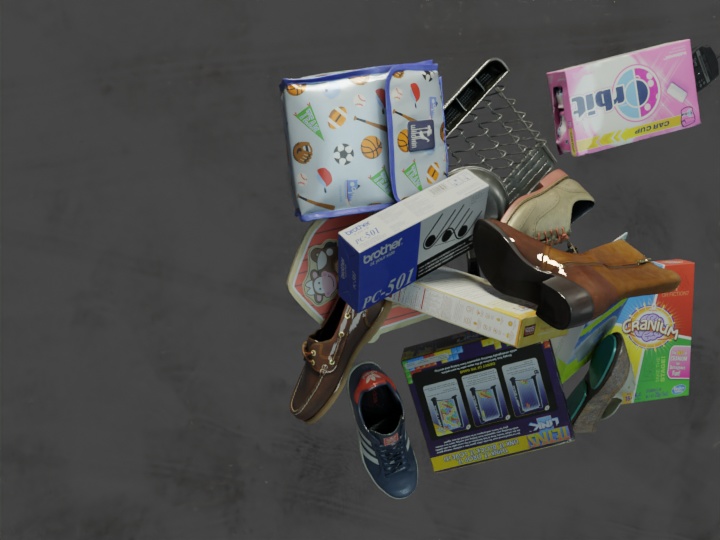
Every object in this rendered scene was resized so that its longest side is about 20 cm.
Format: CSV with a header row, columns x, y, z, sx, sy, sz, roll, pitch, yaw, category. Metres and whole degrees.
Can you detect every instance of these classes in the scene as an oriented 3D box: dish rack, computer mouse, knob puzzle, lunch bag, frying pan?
x,y,z,sx,sy,sz,roll,pitch,yaw,category
0.178,-0.158,1.080,0.154,0.054,0.200,-45,109,-6,dish rack
0.520,-0.318,1.187,0.198,0.034,0.059,-35,109,-18,computer mouse
0.000,0.000,1.057,0.214,0.030,0.226,-3,99,-18,knob puzzle
0.009,-0.157,0.977,0.195,0.124,0.174,-7,101,-8,lunch bag
0.133,-0.044,1.071,0.112,0.031,0.194,9,114,-9,frying pan

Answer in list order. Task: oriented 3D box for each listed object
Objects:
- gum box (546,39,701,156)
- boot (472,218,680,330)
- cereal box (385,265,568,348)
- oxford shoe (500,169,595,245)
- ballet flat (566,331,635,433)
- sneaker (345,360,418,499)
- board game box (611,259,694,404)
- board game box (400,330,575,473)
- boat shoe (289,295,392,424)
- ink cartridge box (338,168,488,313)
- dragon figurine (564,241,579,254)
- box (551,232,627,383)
x,y,z,sx,sy,sz,roll,pitch,yaw,category
0.356,-0.235,1.110,0.195,0.066,0.116,-15,102,-7,gum box
0.253,-0.019,0.962,0.197,0.188,0.070,-16,126,-33,boot
0.142,0.040,0.995,0.142,0.197,0.041,-5,109,-51,cereal box
0.237,-0.059,1.061,0.200,0.074,0.071,-42,151,-27,oxford shoe
0.344,0.160,1.133,0.066,0.069,0.202,13,137,-4,ballet flat
0.034,0.223,1.071,0.074,0.084,0.204,-25,105,-13,sneaker
0.420,0.091,1.204,0.149,0.040,0.205,-4,99,-18,board game box
0.170,0.164,1.080,0.196,0.057,0.169,-15,102,11,board game box
-0.040,0.097,1.027,0.070,0.070,0.203,29,93,-32,boat shoe
0.063,-0.037,0.950,0.197,0.044,0.095,-27,140,-28,ink cartridge box
0.264,0.014,1.116,0.098,0.199,0.060,-29,74,19,dragon figurine
0.308,0.057,1.084,0.121,0.048,0.203,-31,147,-31,box
